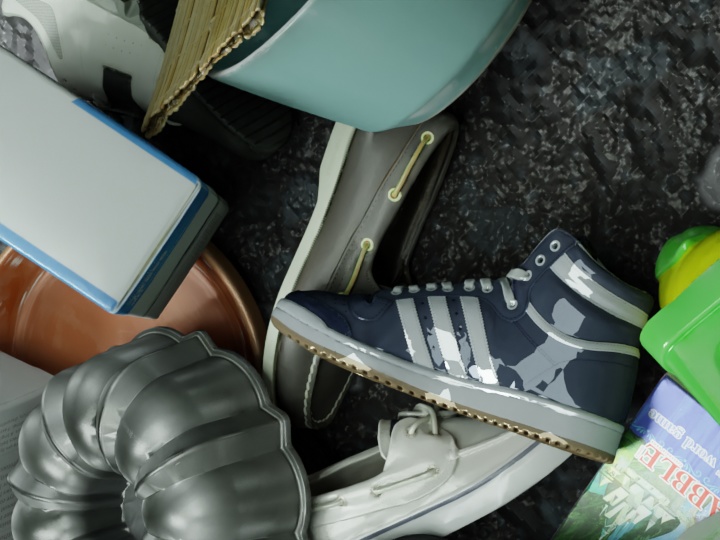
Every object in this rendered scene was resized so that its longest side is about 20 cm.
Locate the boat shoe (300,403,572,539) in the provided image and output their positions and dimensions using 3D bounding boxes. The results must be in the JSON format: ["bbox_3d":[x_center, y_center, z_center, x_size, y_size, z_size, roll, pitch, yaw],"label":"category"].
[{"bbox_3d":[0.033,0.106,1.392,0.199,0.072,0.066,-28,101,19],"label":"boat shoe"}]

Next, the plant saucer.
[{"bbox_3d":[-0.140,0.059,1.497,0.199,0.032,0.202,4,99,24],"label":"plant saucer"}]

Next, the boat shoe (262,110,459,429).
[{"bbox_3d":[0.000,0.000,1.403,0.060,0.072,0.202,22,104,24],"label":"boat shoe"}]

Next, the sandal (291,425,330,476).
[{"bbox_3d":[-0.046,0.183,1.456,0.048,0.075,0.202,-2,99,50],"label":"sandal"}]

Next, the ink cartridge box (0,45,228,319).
[{"bbox_3d":[-0.156,-0.046,1.351,0.145,0.200,0.084,33,89,2],"label":"ink cartridge box"}]

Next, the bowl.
[{"bbox_3d":[0.019,-0.151,1.322,0.105,0.201,0.201,38,114,-18],"label":"bowl"}]

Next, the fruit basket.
[{"bbox_3d":[0.232,0.027,1.265,0.155,0.215,0.216,-42,81,23],"label":"fruit basket"}]

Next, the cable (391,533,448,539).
[{"bbox_3d":[0.033,0.206,1.288,0.200,0.163,0.051,24,134,46],"label":"cable"}]

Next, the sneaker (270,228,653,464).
[{"bbox_3d":[0.058,0.019,1.340,0.199,0.070,0.109,20,88,15],"label":"sneaker"}]

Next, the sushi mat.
[{"bbox_3d":[-0.073,-0.149,1.354,0.012,0.200,0.096,39,117,-19],"label":"sushi mat"}]

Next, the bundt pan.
[{"bbox_3d":[-0.122,0.134,1.410,0.201,0.076,0.203,6,99,41],"label":"bundt pan"}]

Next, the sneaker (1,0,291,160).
[{"bbox_3d":[-0.124,-0.119,1.448,0.200,0.074,0.089,43,126,14],"label":"sneaker"}]

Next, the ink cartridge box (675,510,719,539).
[{"bbox_3d":[0.208,0.222,1.239,0.083,0.146,0.201,-30,89,40],"label":"ink cartridge box"}]

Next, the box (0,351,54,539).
[{"bbox_3d":[-0.280,0.137,1.506,0.152,0.106,0.201,25,116,26],"label":"box"}]

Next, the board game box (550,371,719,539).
[{"bbox_3d":[0.195,0.183,1.347,0.200,0.041,0.200,38,120,15],"label":"board game box"}]
